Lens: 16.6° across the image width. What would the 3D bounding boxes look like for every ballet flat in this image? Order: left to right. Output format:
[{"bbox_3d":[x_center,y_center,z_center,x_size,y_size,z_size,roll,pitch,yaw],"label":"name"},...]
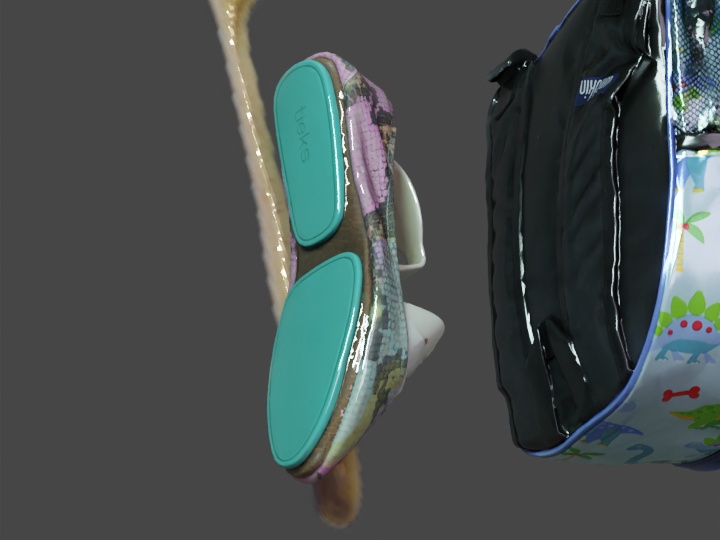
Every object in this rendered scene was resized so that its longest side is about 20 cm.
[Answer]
[{"bbox_3d":[0.000,0.000,1.073,0.071,0.069,0.200,18,58,-35],"label":"ballet flat"}]

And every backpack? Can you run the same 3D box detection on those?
[{"bbox_3d":[0.142,-0.016,1.063,0.147,0.183,0.201,10,67,-16],"label":"backpack"}]
